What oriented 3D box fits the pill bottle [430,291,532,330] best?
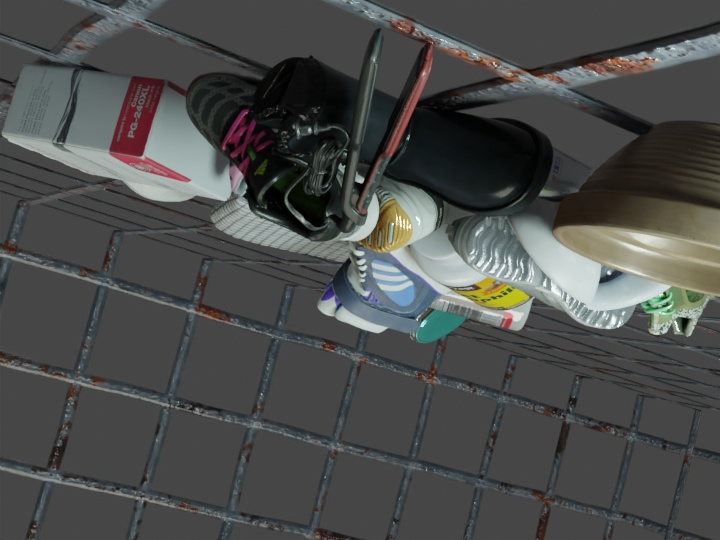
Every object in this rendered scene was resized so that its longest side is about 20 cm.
[{"bbox_3d":[0.114,-0.004,1.464,0.197,0.112,0.111,15,174,2],"label":"pill bottle"}]

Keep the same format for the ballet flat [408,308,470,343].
[{"bbox_3d":[0.130,0.028,1.559,0.199,0.073,0.072,-28,-167,-23],"label":"ballet flat"}]

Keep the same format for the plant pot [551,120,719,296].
[{"bbox_3d":[0.241,-0.044,0.843,0.198,0.094,0.201,16,174,2],"label":"plant pot"}]

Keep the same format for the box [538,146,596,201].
[{"bbox_3d":[0.177,-0.067,1.096,0.199,0.037,0.143,22,171,-41],"label":"box"}]

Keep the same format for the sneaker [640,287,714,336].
[{"bbox_3d":[0.324,0.023,1.275,0.076,0.090,0.199,10,172,42],"label":"sneaker"}]

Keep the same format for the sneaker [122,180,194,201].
[{"bbox_3d":[-0.237,-0.125,1.438,0.115,0.075,0.199,14,174,41],"label":"sneaker"}]

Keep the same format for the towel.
[{"bbox_3d":[-0.059,-0.078,1.362,0.197,0.087,0.165,12,168,-17],"label":"towel"}]

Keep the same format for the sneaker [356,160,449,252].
[{"bbox_3d":[-0.002,-0.083,1.098,0.087,0.076,0.200,-18,-135,-38],"label":"sneaker"}]

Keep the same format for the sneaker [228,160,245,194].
[{"bbox_3d":[-0.034,-0.090,1.178,0.197,0.083,0.070,14,173,9],"label":"sneaker"}]

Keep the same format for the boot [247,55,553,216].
[{"bbox_3d":[0.025,-0.103,0.922,0.167,0.078,0.199,15,-178,-40],"label":"boot"}]

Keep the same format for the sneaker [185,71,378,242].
[{"bbox_3d":[-0.074,-0.093,0.999,0.200,0.074,0.087,42,-157,6],"label":"sneaker"}]

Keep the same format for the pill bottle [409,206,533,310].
[{"bbox_3d":[0.119,-0.028,1.230,0.108,0.111,0.200,12,173,28],"label":"pill bottle"}]

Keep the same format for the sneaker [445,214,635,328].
[{"bbox_3d":[0.166,-0.011,1.080,0.198,0.076,0.082,24,-176,-24],"label":"sneaker"}]

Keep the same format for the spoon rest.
[{"bbox_3d":[0.181,-0.005,0.986,0.199,0.061,0.100,18,-145,-45],"label":"spoon rest"}]

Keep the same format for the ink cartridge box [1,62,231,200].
[{"bbox_3d":[-0.239,-0.142,1.226,0.198,0.085,0.145,13,174,31],"label":"ink cartridge box"}]

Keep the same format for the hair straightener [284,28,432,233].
[{"bbox_3d":[-0.012,-0.094,0.862,0.076,0.041,0.201,18,143,-6],"label":"hair straightener"}]

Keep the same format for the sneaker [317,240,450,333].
[{"bbox_3d":[0.000,0.000,1.285,0.145,0.081,0.200,-31,138,18],"label":"sneaker"}]
